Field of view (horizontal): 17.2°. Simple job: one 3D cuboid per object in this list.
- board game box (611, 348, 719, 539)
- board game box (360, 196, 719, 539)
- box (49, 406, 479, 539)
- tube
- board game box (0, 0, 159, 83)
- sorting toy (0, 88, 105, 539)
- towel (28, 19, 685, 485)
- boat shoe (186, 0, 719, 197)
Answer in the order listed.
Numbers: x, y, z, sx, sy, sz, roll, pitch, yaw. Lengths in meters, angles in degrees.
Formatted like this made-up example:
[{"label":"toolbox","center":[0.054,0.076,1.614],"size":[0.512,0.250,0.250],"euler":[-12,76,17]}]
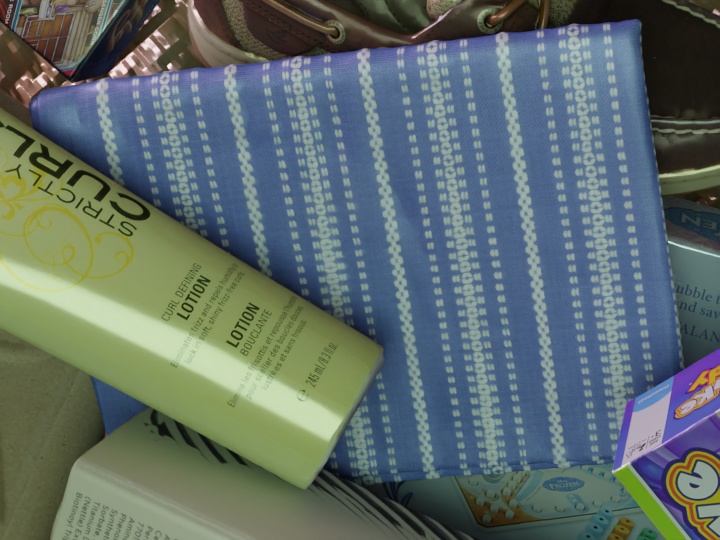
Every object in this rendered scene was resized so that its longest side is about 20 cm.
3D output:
[{"label":"board game box","center":[0.187,0.090,0.688],"size":[0.134,0.045,0.200],"euler":[-34,103,24]},{"label":"board game box","center":[0.039,0.058,0.805],"size":[0.199,0.043,0.200],"euler":[16,115,4]},{"label":"box","center":[0.001,0.119,0.730],"size":[0.200,0.068,0.082],"euler":[24,112,13]},{"label":"tube","center":[-0.090,-0.003,0.727],"size":[0.200,0.058,0.052],"euler":[30,112,1]},{"label":"board game box","center":[-0.084,-0.182,0.784],"size":[0.135,0.035,0.200],"euler":[40,106,6]},{"label":"sorting toy","center":[-0.161,0.012,0.758],"size":[0.036,0.185,0.200],"euler":[-14,135,46]},{"label":"towel","center":[0.000,0.000,0.750],"size":[0.199,0.024,0.145],"euler":[-5,110,16]},{"label":"boat shoe","center":[0.039,-0.079,0.741],"size":[0.199,0.072,0.072],"euler":[17,60,12]}]
